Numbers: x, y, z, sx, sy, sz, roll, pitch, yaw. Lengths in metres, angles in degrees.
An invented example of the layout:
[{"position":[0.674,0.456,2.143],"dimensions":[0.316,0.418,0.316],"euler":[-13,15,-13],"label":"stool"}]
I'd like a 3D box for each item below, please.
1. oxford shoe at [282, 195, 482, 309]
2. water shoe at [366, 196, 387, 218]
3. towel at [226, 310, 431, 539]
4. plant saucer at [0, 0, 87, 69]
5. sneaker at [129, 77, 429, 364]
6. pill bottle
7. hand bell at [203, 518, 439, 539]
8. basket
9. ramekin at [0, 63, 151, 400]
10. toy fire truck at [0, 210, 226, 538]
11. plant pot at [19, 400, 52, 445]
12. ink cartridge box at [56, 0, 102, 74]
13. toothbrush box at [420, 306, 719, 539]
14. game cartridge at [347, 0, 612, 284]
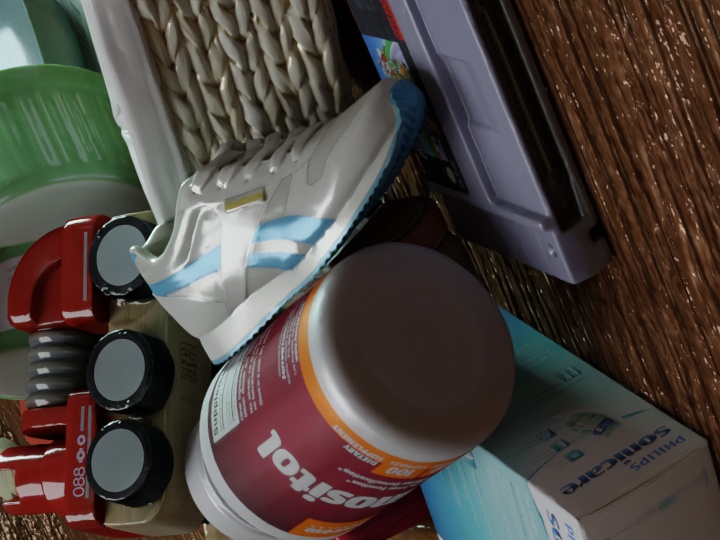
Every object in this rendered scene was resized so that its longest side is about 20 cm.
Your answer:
[{"position":[0.000,0.011,1.294],"dimensions":[0.075,0.070,0.200],"euler":[50,160,-16],"label":"oxford shoe"},{"position":[0.000,0.000,1.381],"dimensions":[0.200,0.071,0.079],"euler":[49,155,25],"label":"water shoe"},{"position":[-0.008,0.068,1.394],"dimensions":[0.200,0.144,0.023],"euler":[51,146,26],"label":"towel"},{"position":[-0.209,-0.120,1.567],"dimensions":[0.201,0.038,0.202],"euler":[164,90,-72],"label":"plant saucer"},{"position":[-0.043,-0.035,1.182],"dimensions":[0.081,0.077,0.200],"euler":[44,126,-2],"label":"sneaker"},{"position":[-0.014,0.073,1.215],"dimensions":[0.113,0.113,0.200],"euler":[57,145,6],"label":"pill bottle"},{"position":[0.010,0.154,1.427],"dimensions":[0.199,0.104,0.105],"euler":[9,132,41],"label":"hand bell"},{"position":[-0.082,-0.132,1.255],"dimensions":[0.136,0.123,0.201],"euler":[-115,8,-46],"label":"basket"},{"position":[-0.197,-0.016,1.436],"dimensions":[0.201,0.199,0.098],"euler":[76,167,-45],"label":"ramekin"},{"position":[-0.166,0.070,1.367],"dimensions":[0.129,0.199,0.177],"euler":[22,-117,-58],"label":"toy fire truck"},{"position":[-0.142,0.031,1.668],"dimensions":[0.200,0.199,0.177],"euler":[27,134,61],"label":"plant pot"},{"position":[-0.125,-0.127,1.531],"dimensions":[0.200,0.067,0.117],"euler":[49,161,36],"label":"ink cartridge box"},{"position":[0.111,0.128,1.250],"dimensions":[0.200,0.085,0.147],"euler":[35,149,56],"label":"toothbrush box"},{"position":[0.047,-0.094,1.147],"dimensions":[0.129,0.038,0.201],"euler":[18,137,60],"label":"game cartridge"}]
